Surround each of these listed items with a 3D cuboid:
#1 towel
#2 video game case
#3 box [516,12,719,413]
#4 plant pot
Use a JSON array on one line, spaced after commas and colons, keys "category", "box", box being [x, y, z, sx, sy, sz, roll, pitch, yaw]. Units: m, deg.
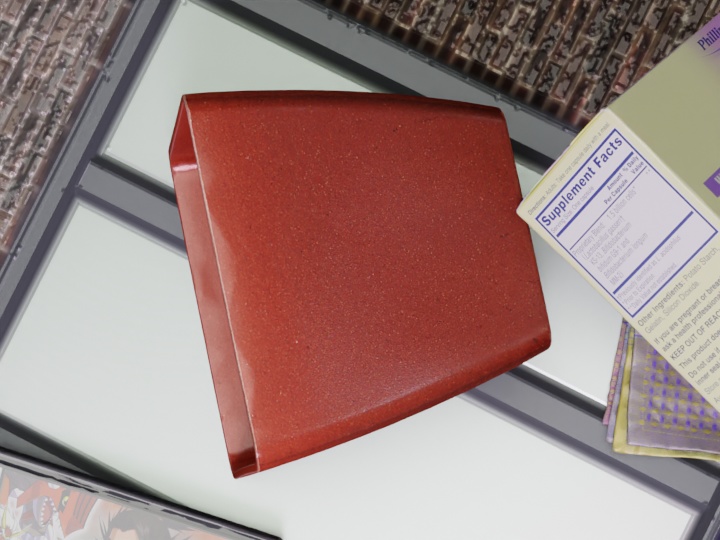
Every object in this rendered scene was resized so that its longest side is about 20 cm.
[{"category": "towel", "box": [0.228, 0.019, 1.337, 0.143, 0.023, 0.201, 11, 87, 6]}, {"category": "video game case", "box": [-0.167, 0.215, 1.353, 0.199, 0.026, 0.181, 17, 87, 6]}, {"category": "box", "box": [0.219, -0.027, 1.237, 0.200, 0.097, 0.176, 45, 45, 5]}, {"category": "plant pot", "box": [0.000, 0.000, 1.280, 0.176, 0.200, 0.201, -11, 85, -8]}]
